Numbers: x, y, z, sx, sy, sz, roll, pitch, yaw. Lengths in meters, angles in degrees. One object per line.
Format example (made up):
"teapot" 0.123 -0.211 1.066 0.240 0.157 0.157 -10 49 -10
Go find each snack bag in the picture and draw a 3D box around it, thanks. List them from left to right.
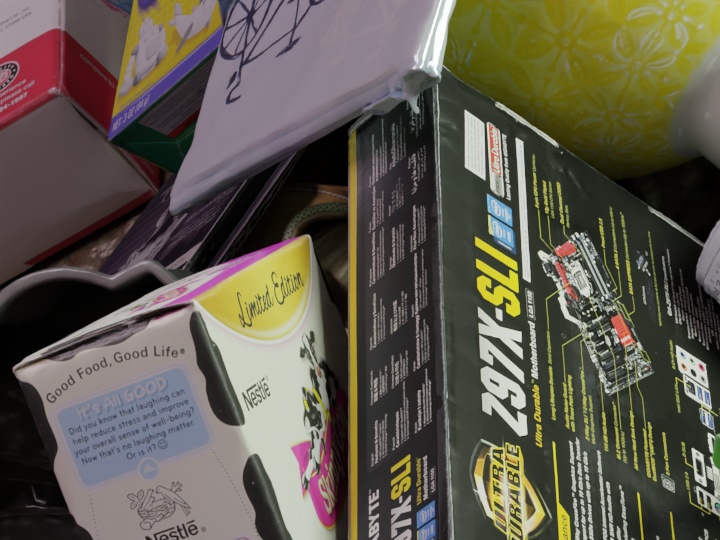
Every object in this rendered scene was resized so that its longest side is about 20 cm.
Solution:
"snack bag" -0.006 -0.123 0.826 0.188 0.021 0.201 -23 48 58

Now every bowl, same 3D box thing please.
"bowl" 0.117 -0.097 0.842 0.200 0.200 0.108 -44 67 0

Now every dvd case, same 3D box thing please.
"dvd case" -0.063 -0.028 0.992 0.149 0.016 0.200 -34 17 46

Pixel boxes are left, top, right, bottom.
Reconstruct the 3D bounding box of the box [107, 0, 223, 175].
"box" -0.043 -0.149 0.999 0.117 0.048 0.201 -35 37 45

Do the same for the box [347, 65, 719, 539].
"box" 0.068 0.050 0.757 0.049 0.159 0.201 -39 35 34

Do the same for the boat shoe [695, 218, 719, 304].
"boat shoe" 0.193 -0.048 0.827 0.062 0.072 0.200 38 71 14

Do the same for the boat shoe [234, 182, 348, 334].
"boat shoe" 0.000 0.000 0.881 0.072 0.076 0.200 -52 35 -6

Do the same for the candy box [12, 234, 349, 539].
"candy box" -0.020 0.099 0.728 0.061 0.201 0.136 -21 4 15

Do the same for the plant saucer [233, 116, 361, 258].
"plant saucer" 0.008 0.002 0.967 0.200 0.037 0.201 -25 42 24

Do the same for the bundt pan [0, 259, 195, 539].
"bundt pan" -0.070 0.090 0.847 0.201 0.202 0.076 -31 1 16

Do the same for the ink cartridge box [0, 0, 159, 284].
"ink cartridge box" -0.178 -0.093 1.190 0.147 0.086 0.200 -28 38 20

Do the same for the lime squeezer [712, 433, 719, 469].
"lime squeezer" 0.169 0.028 0.769 0.200 0.071 0.038 -33 37 -32
